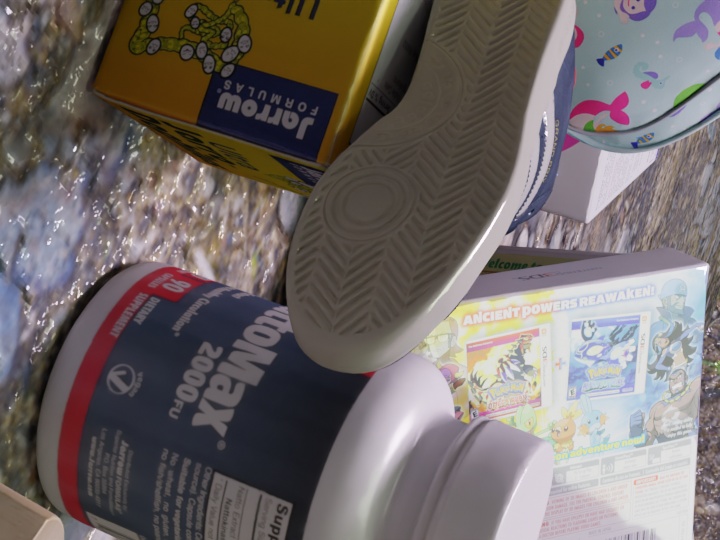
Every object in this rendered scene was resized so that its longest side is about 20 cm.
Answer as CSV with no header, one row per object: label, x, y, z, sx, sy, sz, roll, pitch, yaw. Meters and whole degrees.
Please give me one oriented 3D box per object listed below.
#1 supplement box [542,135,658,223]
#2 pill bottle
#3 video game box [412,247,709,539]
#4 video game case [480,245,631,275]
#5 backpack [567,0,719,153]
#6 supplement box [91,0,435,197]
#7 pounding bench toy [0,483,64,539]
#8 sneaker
supplement box,0.160,-0.118,1.146,0.200,0.100,0.104,-38,141,-59
pill bottle,-0.025,0.081,0.660,0.120,0.198,0.120,-54,155,-41
video game box,0.101,0.090,0.878,0.198,0.047,0.184,-8,110,-23
video game case,0.110,0.065,1.042,0.022,0.199,0.183,46,60,-40
backpack,0.127,-0.154,0.756,0.200,0.177,0.151,38,28,-31
supplement box,-0.011,-0.137,0.641,0.202,0.108,0.109,-71,160,-5
pounding bench toy,-0.161,0.176,0.484,0.156,0.123,0.202,-43,146,-54
sneaker,0.037,-0.028,0.591,0.201,0.074,0.085,-59,152,-31
